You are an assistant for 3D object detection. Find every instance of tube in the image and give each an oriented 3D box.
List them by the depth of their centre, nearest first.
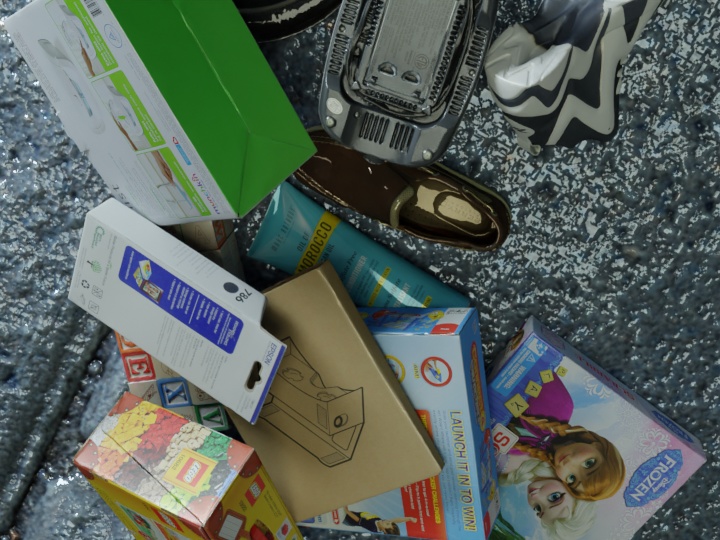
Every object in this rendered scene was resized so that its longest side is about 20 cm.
[{"bbox_3d":[0.000,0.000,0.897,0.199,0.050,0.078,29,102,4],"label":"tube"}]

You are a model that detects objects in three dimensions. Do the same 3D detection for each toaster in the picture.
[{"bbox_3d":[0.042,-0.186,0.780,0.112,0.129,0.202,17,111,0],"label":"toaster"}]

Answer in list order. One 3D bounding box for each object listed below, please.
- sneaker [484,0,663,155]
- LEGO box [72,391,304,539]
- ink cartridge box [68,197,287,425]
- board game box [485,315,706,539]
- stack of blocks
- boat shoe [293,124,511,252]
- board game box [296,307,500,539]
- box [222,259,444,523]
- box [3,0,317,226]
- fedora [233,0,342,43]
[{"bbox_3d":[0.185,-0.170,0.802,0.079,0.130,0.199,32,73,30],"label":"sneaker"},{"bbox_3d":[-0.141,0.214,0.893,0.148,0.077,0.201,18,146,28],"label":"LEGO box"},{"bbox_3d":[-0.146,0.034,0.833,0.199,0.039,0.100,34,127,9],"label":"ink cartridge box"},{"bbox_3d":[0.174,0.178,0.933,0.199,0.041,0.201,35,110,-5],"label":"board game box"},{"bbox_3d":[-0.160,0.046,0.922,0.114,0.059,0.202,-7,108,10],"label":"stack of blocks"},{"bbox_3d":[0.033,-0.069,0.849,0.200,0.075,0.075,17,110,1],"label":"boat shoe"},{"bbox_3d":[0.014,0.133,0.891,0.194,0.056,0.202,0,111,23],"label":"board game box"},{"bbox_3d":[-0.042,0.108,0.858,0.162,0.021,0.201,-25,100,30],"label":"box"},{"bbox_3d":[-0.159,-0.140,0.781,0.176,0.097,0.201,-1,125,54],"label":"box"},{"bbox_3d":[-0.083,-0.265,0.776,0.198,0.092,0.203,0,109,-1],"label":"fedora"}]
